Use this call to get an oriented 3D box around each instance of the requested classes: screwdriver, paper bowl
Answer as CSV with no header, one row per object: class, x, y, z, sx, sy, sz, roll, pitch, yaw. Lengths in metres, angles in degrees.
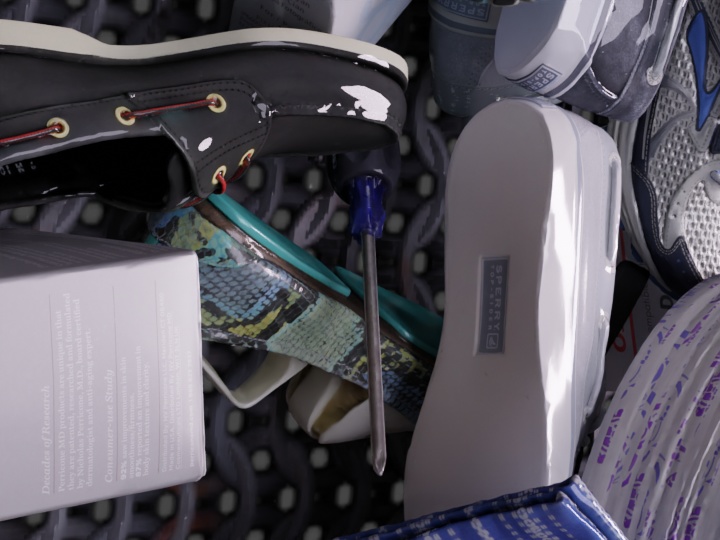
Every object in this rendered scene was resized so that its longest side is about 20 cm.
screwdriver,0.000,0.000,1.089,0.028,0.029,0.200,39,37,-34
paper bowl,0.164,0.108,1.146,0.201,0.104,0.201,-37,135,-48

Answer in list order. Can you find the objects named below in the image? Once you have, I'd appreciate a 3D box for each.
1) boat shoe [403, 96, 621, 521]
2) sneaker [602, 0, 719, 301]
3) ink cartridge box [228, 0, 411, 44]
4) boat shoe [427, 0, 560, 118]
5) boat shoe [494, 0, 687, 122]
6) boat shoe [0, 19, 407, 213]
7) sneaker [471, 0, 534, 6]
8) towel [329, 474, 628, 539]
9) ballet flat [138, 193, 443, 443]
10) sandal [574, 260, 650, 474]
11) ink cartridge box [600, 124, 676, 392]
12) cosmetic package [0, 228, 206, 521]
boat shoe,0.064,0.037,1.115,0.068,0.072,0.200,9,80,-46
sneaker,0.151,-0.081,1.160,0.077,0.085,0.200,-5,102,-42
ink cartridge box,0.024,-0.166,1.061,0.160,0.047,0.200,-50,171,-26
boat shoe,0.099,-0.103,1.221,0.201,0.070,0.072,-16,126,-43
boat shoe,0.113,-0.154,1.118,0.068,0.072,0.200,20,82,-24
boat shoe,-0.071,-0.048,1.028,0.201,0.074,0.063,-2,70,-32
sneaker,0.075,-0.191,1.045,0.200,0.078,0.086,-64,176,11
towel,0.034,0.151,1.089,0.145,0.200,0.024,53,40,-23
ballet flat,-0.018,0.028,1.129,0.200,0.074,0.074,31,75,-41
sandal,0.070,0.087,1.177,0.045,0.075,0.200,34,78,2
ink cartridge box,0.158,-0.015,1.282,0.200,0.067,0.117,-22,110,-40
cosmetic package,-0.157,0.038,0.956,0.200,0.107,0.090,-11,103,-41
